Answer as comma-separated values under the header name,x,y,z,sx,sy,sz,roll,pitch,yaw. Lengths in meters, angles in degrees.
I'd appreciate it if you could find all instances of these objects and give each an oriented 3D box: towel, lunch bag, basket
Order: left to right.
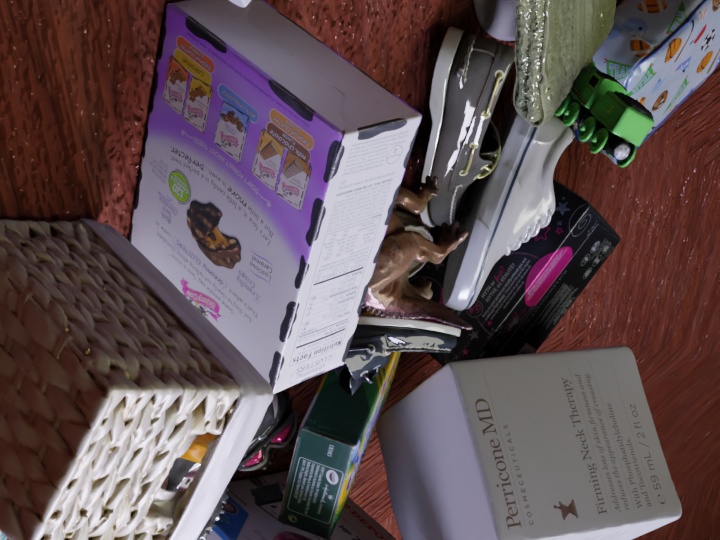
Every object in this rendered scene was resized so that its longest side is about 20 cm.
name,x,y,z,sx,sy,sz,roll,pitch,yaw
basket,-0.176,0.067,0.774,0.123,0.200,0.136,8,116,-52
towel,0.167,-0.225,1.031,0.148,0.036,0.200,-53,154,-25
lunch bag,0.283,-0.203,1.251,0.200,0.076,0.160,-41,152,-23

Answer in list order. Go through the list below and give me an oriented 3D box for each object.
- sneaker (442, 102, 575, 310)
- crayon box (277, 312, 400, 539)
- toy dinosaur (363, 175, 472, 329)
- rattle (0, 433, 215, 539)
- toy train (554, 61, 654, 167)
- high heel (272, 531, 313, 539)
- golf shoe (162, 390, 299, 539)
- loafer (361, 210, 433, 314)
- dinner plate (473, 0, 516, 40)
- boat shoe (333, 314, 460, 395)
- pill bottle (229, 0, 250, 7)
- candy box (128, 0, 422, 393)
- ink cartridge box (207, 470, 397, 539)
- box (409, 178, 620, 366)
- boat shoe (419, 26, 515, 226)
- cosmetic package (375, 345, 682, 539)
name,x,y,z,sx,sy,sz,roll,pitch,yaw
sneaker,0.134,-0.052,1.127,0.073,0.071,0.200,168,-55,-82
crayon box,-0.008,0.116,1.117,0.200,0.051,0.126,-66,172,-48
toy dinosaur,0.000,-0.025,0.973,0.135,0.200,0.086,-15,164,-45
rattle,-0.201,0.171,0.918,0.200,0.143,0.130,-48,170,-19
toy train,0.200,-0.147,1.106,0.042,0.200,0.056,23,109,-19
high heel,0.015,0.267,1.052,0.096,0.200,0.067,-111,-133,-85
golf shoe,-0.143,0.165,1.076,0.200,0.077,0.088,-48,124,1
loafer,0.000,0.000,1.078,0.200,0.068,0.076,-15,134,-48
dinner plate,0.169,-0.278,1.059,0.200,0.024,0.200,-36,147,-28
boat shoe,-0.017,0.067,1.027,0.199,0.074,0.066,4,85,-17
pill bottle,-0.031,-0.249,0.711,0.200,0.112,0.112,-52,151,0
candy box,-0.065,-0.051,0.826,0.071,0.168,0.200,-20,138,-41
ink cartridge box,-0.072,0.267,1.193,0.200,0.146,0.086,-1,122,-55
box,0.135,0.003,1.230,0.200,0.115,0.132,-53,152,4
boat shoe,0.088,-0.110,1.072,0.202,0.060,0.072,94,13,-45
cosmetic package,0.147,0.180,1.165,0.200,0.168,0.166,-3,157,-28
